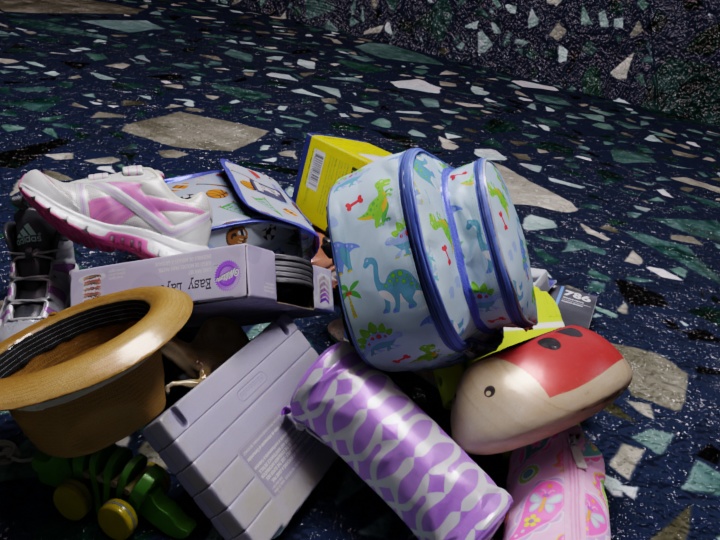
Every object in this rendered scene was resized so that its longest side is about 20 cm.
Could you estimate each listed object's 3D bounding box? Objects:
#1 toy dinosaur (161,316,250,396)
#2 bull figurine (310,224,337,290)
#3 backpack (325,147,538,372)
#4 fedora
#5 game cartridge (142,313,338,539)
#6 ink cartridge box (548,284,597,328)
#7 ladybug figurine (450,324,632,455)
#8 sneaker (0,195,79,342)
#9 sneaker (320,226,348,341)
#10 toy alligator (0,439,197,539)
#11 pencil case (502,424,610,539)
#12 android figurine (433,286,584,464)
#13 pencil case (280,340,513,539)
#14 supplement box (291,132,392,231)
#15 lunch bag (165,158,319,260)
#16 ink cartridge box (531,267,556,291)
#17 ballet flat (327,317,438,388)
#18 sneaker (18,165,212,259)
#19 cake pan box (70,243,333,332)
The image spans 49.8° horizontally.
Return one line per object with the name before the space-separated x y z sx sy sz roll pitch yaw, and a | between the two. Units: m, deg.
toy dinosaur | -0.114 0.093 0.705 0.198 0.058 0.103 15 61 -39
bull figurine | -0.053 -0.025 1.025 0.119 0.066 0.201 5 25 -12
backpack | 0.063 -0.012 0.655 0.145 0.187 0.199 -17 -9 23
fedora | -0.210 0.083 0.594 0.197 0.083 0.201 -18 19 6
game cartridge | -0.079 0.131 0.651 0.131 0.038 0.200 55 31 -3
ink cartridge box | 0.244 0.057 0.991 0.098 0.040 0.200 16 25 16
ladybug figurine | 0.152 0.096 0.666 0.198 0.073 0.135 -14 -8 -42
sneaker | -0.335 -0.004 0.786 0.076 0.143 0.201 -5 26 -12
sneaker | -0.001 0.000 0.810 0.076 0.113 0.201 -23 19 14
toy alligator | -0.215 0.153 0.607 0.197 0.055 0.059 17 26 16
pencil case | 0.153 0.203 0.599 0.086 0.089 0.200 13 26 9
android figurine | 0.155 0.090 0.783 0.178 0.041 0.203 -4 59 -21
pencil case | 0.025 0.145 0.610 0.199 0.086 0.084 41 -8 22
supplement box | 0.014 -0.093 1.003 0.107 0.112 0.199 1 22 -42
lunch bag | -0.165 -0.051 0.942 0.196 0.126 0.170 -13 33 -18
ink cartridge box | 0.129 0.018 0.977 0.196 0.041 0.199 8 24 28
ballet flat | 0.053 0.073 0.855 0.197 0.068 0.068 21 26 23
sneaker | -0.235 -0.063 0.774 0.197 0.090 0.081 20 -15 -13
cake pan box | -0.141 0.023 0.743 0.196 0.053 0.184 -8 -8 22
